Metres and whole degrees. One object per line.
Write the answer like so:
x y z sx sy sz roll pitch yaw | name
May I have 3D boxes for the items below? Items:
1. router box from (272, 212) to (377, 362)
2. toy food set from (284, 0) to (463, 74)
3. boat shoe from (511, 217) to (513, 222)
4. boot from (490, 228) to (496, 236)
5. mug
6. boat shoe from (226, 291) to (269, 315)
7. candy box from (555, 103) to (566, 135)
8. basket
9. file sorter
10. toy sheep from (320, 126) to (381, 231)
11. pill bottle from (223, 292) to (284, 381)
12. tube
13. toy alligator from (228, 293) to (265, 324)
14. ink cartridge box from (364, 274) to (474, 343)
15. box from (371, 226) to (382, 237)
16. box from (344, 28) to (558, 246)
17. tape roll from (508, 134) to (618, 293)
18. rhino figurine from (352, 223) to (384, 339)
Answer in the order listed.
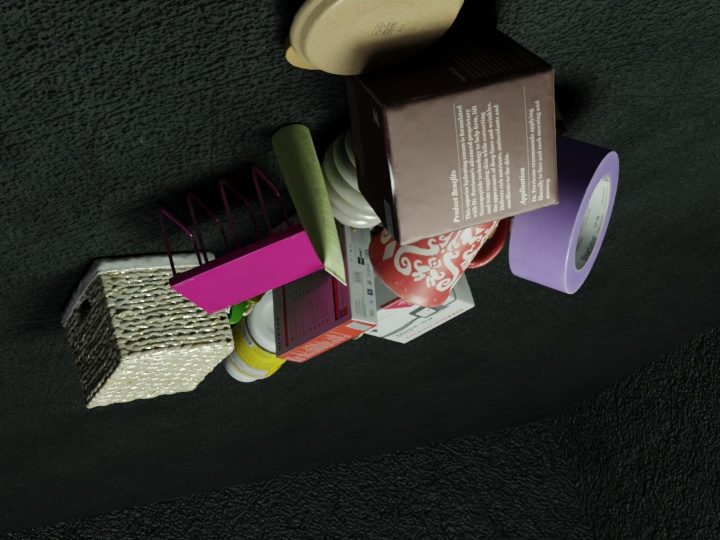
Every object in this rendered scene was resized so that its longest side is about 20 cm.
-0.057 0.006 1.533 0.048 0.203 0.178 13 153 -37 | router box
0.019 -0.267 1.110 0.195 0.049 0.201 -15 160 -12 | toy food set
0.170 -0.089 1.540 0.197 0.074 0.062 -22 145 8 | boat shoe
0.235 -0.095 1.765 0.197 0.069 0.189 -17 154 -18 | boot
0.125 -0.075 1.444 0.177 0.134 0.201 -27 158 -51 | mug
-0.199 0.039 1.721 0.198 0.070 0.070 -29 160 30 | boat shoe
0.179 -0.168 1.522 0.115 0.057 0.199 -3 157 -38 | candy box
-0.315 0.088 1.611 0.197 0.163 0.198 -7 157 -35 | basket
-0.151 -0.051 1.430 0.197 0.127 0.139 -22 160 8 | file sorter
0.016 -0.129 1.379 0.136 0.139 0.201 -6 144 -31 | toy sheep
-0.174 0.123 1.911 0.111 0.114 0.200 -7 159 -29 | pill bottle
-0.060 -0.081 1.315 0.057 0.203 0.052 -5 156 -34 | tube
-0.147 -0.003 1.635 0.200 0.054 0.059 -48 -168 -25 | toy alligator
0.070 0.037 1.676 0.144 0.085 0.199 -29 157 22 | ink cartridge box
0.014 -0.016 1.739 0.198 0.087 0.163 0 153 -43 | box
0.102 -0.156 1.221 0.197 0.165 0.168 -14 120 -11 | box
0.279 -0.076 1.473 0.084 0.203 0.200 19 176 24 | tape roll
0.000 0.000 1.563 0.086 0.204 0.060 2 168 13 | rhino figurine
